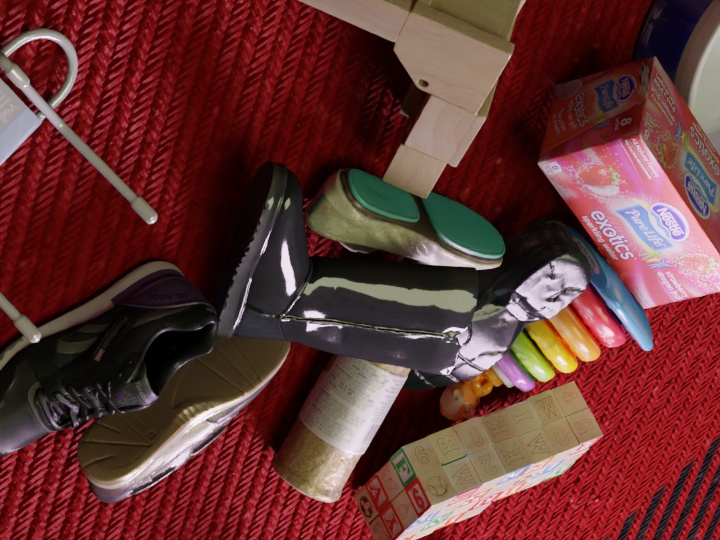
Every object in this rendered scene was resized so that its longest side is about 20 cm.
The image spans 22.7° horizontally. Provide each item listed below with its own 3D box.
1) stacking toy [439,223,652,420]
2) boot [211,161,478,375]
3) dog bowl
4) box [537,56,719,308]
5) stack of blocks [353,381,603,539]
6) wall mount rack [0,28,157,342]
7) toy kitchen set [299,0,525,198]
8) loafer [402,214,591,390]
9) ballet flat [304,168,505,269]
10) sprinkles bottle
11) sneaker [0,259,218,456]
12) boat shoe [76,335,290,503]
[{"bbox_3d":[0.148,0.064,1.593,0.199,0.116,0.110,-38,140,7],"label":"stacking toy"},{"bbox_3d":[0.000,0.001,1.378,0.198,0.066,0.166,12,133,-14],"label":"boot"},{"bbox_3d":[0.337,-0.189,1.579,0.199,0.079,0.202,-21,129,-28],"label":"dog bowl"},{"bbox_3d":[0.244,-0.071,1.518,0.200,0.099,0.096,50,41,-34],"label":"box"},{"bbox_3d":[0.106,0.176,1.610,0.198,0.059,0.115,-17,160,-31],"label":"stack of blocks"},{"bbox_3d":[-0.239,-0.056,1.204,0.200,0.074,0.174,-45,136,-5],"label":"wall mount rack"},{"bbox_3d":[0.025,-0.198,1.342,0.200,0.179,0.164,120,-9,-58],"label":"toy kitchen set"},{"bbox_3d":[0.105,0.030,1.542,0.199,0.073,0.073,-33,130,12],"label":"loafer"},{"bbox_3d":[0.034,-0.034,1.461,0.199,0.068,0.062,21,130,-41],"label":"ballet flat"},{"bbox_3d":[0.000,0.093,1.499,0.068,0.068,0.201,19,104,-44],"label":"sprinkles bottle"},{"bbox_3d":[-0.194,0.075,1.316,0.199,0.087,0.076,-38,135,-12],"label":"sneaker"},{"bbox_3d":[-0.138,0.107,1.402,0.200,0.072,0.065,-40,161,-28],"label":"boat shoe"}]
